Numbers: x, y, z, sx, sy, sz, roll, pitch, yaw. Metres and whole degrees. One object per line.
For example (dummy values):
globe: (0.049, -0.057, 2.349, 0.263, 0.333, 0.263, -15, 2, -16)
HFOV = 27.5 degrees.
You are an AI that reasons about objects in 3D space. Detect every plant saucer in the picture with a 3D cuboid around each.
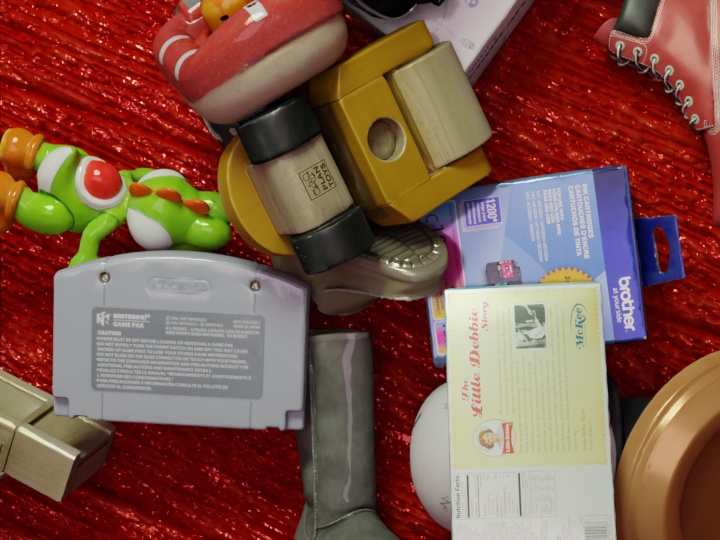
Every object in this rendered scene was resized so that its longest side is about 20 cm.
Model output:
plant saucer: (0.276, 0.157, 1.088, 0.198, 0.037, 0.203, -8, 108, -26)

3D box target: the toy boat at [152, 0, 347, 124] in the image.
toy boat: (-0.094, -0.194, 1.061, 0.130, 0.200, 0.131, -33, 117, -7)

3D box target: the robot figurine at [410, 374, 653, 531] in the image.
robot figurine: (0.137, 0.140, 1.127, 0.197, 0.125, 0.152, -2, 74, 7)

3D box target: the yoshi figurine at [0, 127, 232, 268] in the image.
yoshi figurine: (-0.198, -0.044, 1.191, 0.198, 0.112, 0.114, 13, 104, 3)

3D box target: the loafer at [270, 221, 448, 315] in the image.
loafer: (0.000, 0.000, 1.143, 0.075, 0.199, 0.069, -22, 110, -30)

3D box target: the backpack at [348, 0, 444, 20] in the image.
backpack: (0.003, -0.295, 1.026, 0.150, 0.200, 0.178, 43, 97, 26)

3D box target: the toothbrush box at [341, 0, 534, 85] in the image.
toothbrush box: (0.044, -0.256, 1.160, 0.199, 0.085, 0.147, 37, 95, 8)

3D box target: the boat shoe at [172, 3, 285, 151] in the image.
boat shoe: (-0.092, -0.132, 1.184, 0.073, 0.060, 0.202, -27, 78, 9)

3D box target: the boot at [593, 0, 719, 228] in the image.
boot: (0.248, -0.132, 1.136, 0.142, 0.072, 0.203, 5, 83, 10)

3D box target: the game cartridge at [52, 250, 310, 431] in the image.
game cartridge: (-0.138, 0.053, 1.142, 0.197, 0.040, 0.135, 4, 103, 2)

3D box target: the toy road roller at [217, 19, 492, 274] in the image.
toy road roller: (-0.016, -0.089, 1.101, 0.199, 0.146, 0.124, -31, 102, -23)

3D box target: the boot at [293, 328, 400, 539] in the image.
boot: (0.000, 0.148, 1.148, 0.181, 0.072, 0.203, 6, 89, 48)

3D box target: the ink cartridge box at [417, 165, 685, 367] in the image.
ink cartridge box: (0.149, -0.005, 1.150, 0.198, 0.076, 0.138, -8, 89, 8)

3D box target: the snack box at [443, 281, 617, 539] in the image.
snack box: (0.120, 0.111, 1.052, 0.115, 0.037, 0.202, -2, 74, 6)

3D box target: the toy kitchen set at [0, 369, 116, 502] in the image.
toy kitchen set: (-0.300, 0.071, 1.156, 0.198, 0.163, 0.182, 25, 112, 10)
